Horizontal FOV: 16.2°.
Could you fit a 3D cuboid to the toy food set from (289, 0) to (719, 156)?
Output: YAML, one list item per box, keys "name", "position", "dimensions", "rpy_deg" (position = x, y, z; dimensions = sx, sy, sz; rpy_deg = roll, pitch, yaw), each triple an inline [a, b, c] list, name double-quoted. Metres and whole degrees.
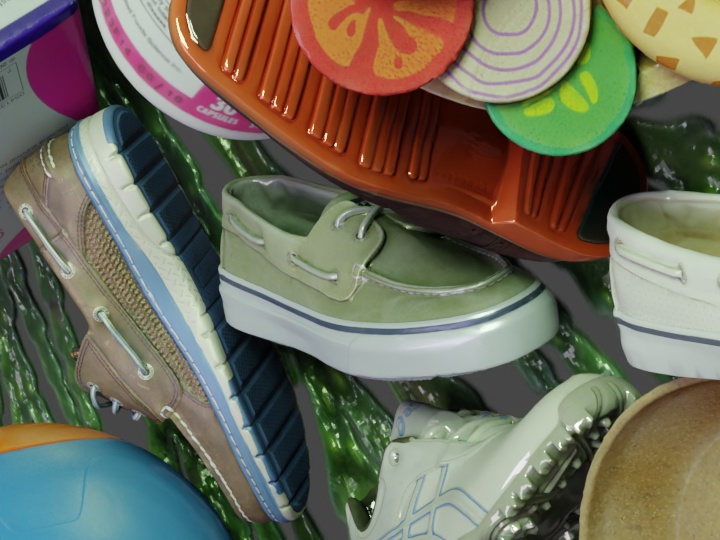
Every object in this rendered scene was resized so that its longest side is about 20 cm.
- name: "toy food set"
  position: [0.062, -0.135, 0.807]
  dimensions: [0.049, 0.198, 0.200]
  rpy_deg: [-94, -16, -67]

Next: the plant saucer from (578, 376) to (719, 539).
- name: "plant saucer"
  position: [0.167, 0.123, 0.913]
  dimensions: [0.200, 0.035, 0.200]
  rpy_deg: [24, 126, 37]

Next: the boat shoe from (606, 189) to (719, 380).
- name: "boat shoe"
  position: [0.155, -0.002, 0.844]
  dimensions: [0.200, 0.071, 0.070]
  rpy_deg: [5, 115, 56]

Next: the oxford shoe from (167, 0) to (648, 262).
- name: "oxford shoe"
  position: [0.007, -0.049, 0.912]
  dimensions: [0.073, 0.200, 0.071]
  rpy_deg: [-13, 54, 56]

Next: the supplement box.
- name: "supplement box"
  position: [-0.182, -0.085, 1.115]
  dimensions: [0.103, 0.101, 0.200]
  rpy_deg: [53, 167, 18]

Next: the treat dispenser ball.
- name: "treat dispenser ball"
  position: [-0.150, 0.172, 1.189]
  dimensions: [0.201, 0.201, 0.201]
  rpy_deg: [26, 128, 40]

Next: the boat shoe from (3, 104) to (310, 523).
- name: "boat shoe"
  position: [-0.089, 0.028, 1.121]
  dimensions: [0.072, 0.072, 0.200]
  rpy_deg: [-24, 96, 18]

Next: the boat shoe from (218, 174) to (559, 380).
- name: "boat shoe"
  position: [0.000, 0.000, 1.026]
  dimensions: [0.200, 0.072, 0.062]
  rpy_deg: [9, 118, 51]

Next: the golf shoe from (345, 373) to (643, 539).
- name: "golf shoe"
  position: [0.042, 0.085, 1.021]
  dimensions: [0.097, 0.078, 0.200]
  rpy_deg: [58, 141, 21]

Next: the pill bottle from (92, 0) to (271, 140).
- name: "pill bottle"
  position: [-0.012, -0.141, 0.931]
  dimensions: [0.113, 0.113, 0.200]
  rpy_deg: [59, 142, 10]
